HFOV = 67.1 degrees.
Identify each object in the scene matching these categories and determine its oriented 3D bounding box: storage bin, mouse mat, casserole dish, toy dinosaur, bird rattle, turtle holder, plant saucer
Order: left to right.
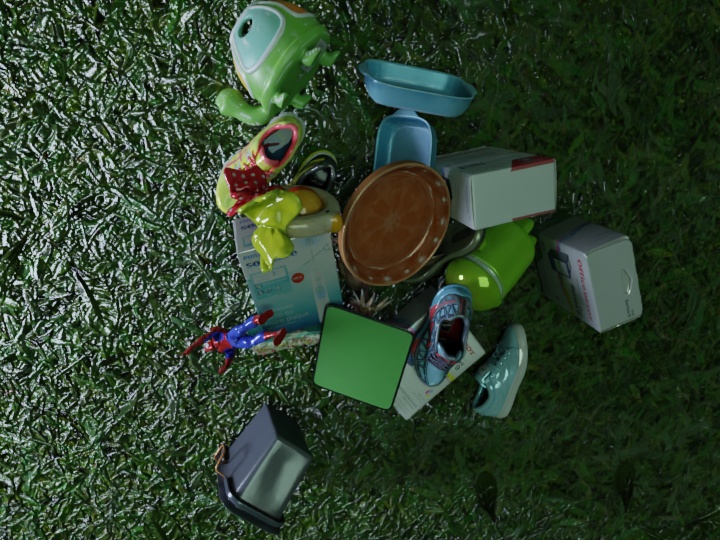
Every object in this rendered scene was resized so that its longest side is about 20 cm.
[{"bbox_3d":[-0.172,0.330,0.960,0.145,0.200,0.136,37,85,-18],"label":"storage bin"},{"bbox_3d":[-0.132,-0.314,0.826,0.131,0.141,0.186,41,133,-1],"label":"turtle holder"},{"bbox_3d":[-0.110,-0.083,0.784,0.159,0.200,0.115,-4,114,-18],"label":"bird rattle"},{"bbox_3d":[0.000,0.156,0.943,0.157,0.008,0.203,18,127,7],"label":"mouse mat"},{"bbox_3d":[0.000,0.000,0.915,0.084,0.137,0.203,-16,129,5],"label":"toy dinosaur"},{"bbox_3d":[0.052,-0.072,0.837,0.197,0.032,0.204,-18,126,-25],"label":"plant saucer"},{"bbox_3d":[0.076,-0.165,0.915,0.038,0.120,0.205,-9,110,-46],"label":"casserole dish"},{"bbox_3d":[0.089,-0.290,0.870,0.195,0.122,0.039,5,127,-12],"label":"casserole dish"}]

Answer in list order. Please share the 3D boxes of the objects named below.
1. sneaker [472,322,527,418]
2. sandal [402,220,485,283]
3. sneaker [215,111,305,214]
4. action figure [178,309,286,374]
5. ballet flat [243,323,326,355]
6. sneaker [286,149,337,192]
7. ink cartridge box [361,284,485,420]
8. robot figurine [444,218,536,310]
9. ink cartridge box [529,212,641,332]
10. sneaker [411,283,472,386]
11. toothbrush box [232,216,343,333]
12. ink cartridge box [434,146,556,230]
[{"bbox_3d":[0.269,0.199,1.069,0.080,0.074,0.205,6,103,-16],"label":"sneaker"},{"bbox_3d":[0.125,-0.043,0.930,0.056,0.082,0.200,15,147,-35],"label":"sandal"},{"bbox_3d":[-0.164,-0.171,0.868,0.078,0.090,0.201,37,96,-19],"label":"sneaker"},{"bbox_3d":[-0.217,0.126,0.891,0.066,0.198,0.099,57,47,-14],"label":"action figure"},{"bbox_3d":[-0.112,0.109,0.978,0.195,0.077,0.065,-7,138,-5],"label":"ballet flat"},{"bbox_3d":[-0.108,-0.112,0.899,0.074,0.085,0.202,33,97,-17],"label":"sneaker"},{"bbox_3d":[0.109,0.151,1.016,0.199,0.088,0.146,-40,108,0],"label":"ink cartridge box"},{"bbox_3d":[0.229,-0.014,0.962,0.200,0.115,0.177,-47,138,-18],"label":"robot figurine"},{"bbox_3d":[0.393,-0.004,0.962,0.086,0.200,0.148,-22,109,-4],"label":"ink cartridge box"},{"bbox_3d":[0.133,0.125,0.903,0.077,0.096,0.204,9,121,-3],"label":"sneaker"},{"bbox_3d":[-0.112,0.000,0.889,0.143,0.086,0.203,-14,133,-7],"label":"toothbrush box"},{"bbox_3d":[0.203,-0.142,0.890,0.142,0.200,0.085,-13,110,-11],"label":"ink cartridge box"}]
